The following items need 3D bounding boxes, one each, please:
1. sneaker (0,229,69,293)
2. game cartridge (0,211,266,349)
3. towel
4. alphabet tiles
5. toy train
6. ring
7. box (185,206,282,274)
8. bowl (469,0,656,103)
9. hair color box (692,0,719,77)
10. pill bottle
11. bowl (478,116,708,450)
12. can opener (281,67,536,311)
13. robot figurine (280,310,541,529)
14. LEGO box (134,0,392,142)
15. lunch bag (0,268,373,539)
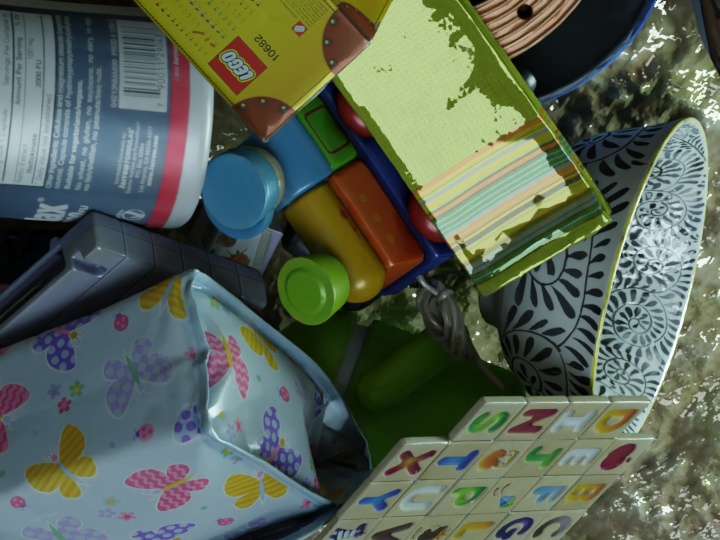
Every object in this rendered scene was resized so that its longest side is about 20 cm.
[{"bbox_3d":[-0.209,0.003,1.594,0.199,0.070,0.082,-15,132,-4],"label":"sneaker"},{"bbox_3d":[-0.160,0.045,1.572,0.129,0.039,0.200,16,136,-44],"label":"game cartridge"},{"bbox_3d":[0.048,-0.084,1.509,0.086,0.018,0.200,-33,107,10],"label":"towel"},{"bbox_3d":[0.068,0.123,1.558,0.199,0.006,0.167,2,138,-44],"label":"alphabet tiles"},{"bbox_3d":[0.000,0.000,1.541,0.085,0.116,0.200,-34,89,38],"label":"toy train"},{"bbox_3d":[0.037,-0.200,1.485,0.199,0.019,0.201,-1,110,-2],"label":"ring"},{"bbox_3d":[-0.104,0.040,1.667,0.039,0.042,0.201,15,120,-23],"label":"box"},{"bbox_3d":[0.077,-0.174,1.555,0.200,0.039,0.201,-7,127,-9],"label":"bowl"},{"bbox_3d":[0.206,-0.190,1.529,0.064,0.111,0.201,-18,127,2],"label":"hair color box"},{"bbox_3d":[-0.187,-0.087,1.504,0.199,0.120,0.120,4,125,-15],"label":"pill bottle"},{"bbox_3d":[0.127,-0.001,1.633,0.094,0.201,0.201,15,129,19],"label":"bowl"},{"bbox_3d":[0.037,-0.042,1.599,0.078,0.064,0.200,16,142,-35],"label":"can opener"},{"bbox_3d":[0.020,0.095,1.671,0.199,0.116,0.176,21,157,0],"label":"robot figurine"},{"bbox_3d":[-0.077,-0.177,1.400,0.077,0.149,0.200,-40,98,16],"label":"LEGO box"},{"bbox_3d":[-0.104,0.107,1.543,0.169,0.128,0.200,-20,150,19],"label":"lunch bag"}]
